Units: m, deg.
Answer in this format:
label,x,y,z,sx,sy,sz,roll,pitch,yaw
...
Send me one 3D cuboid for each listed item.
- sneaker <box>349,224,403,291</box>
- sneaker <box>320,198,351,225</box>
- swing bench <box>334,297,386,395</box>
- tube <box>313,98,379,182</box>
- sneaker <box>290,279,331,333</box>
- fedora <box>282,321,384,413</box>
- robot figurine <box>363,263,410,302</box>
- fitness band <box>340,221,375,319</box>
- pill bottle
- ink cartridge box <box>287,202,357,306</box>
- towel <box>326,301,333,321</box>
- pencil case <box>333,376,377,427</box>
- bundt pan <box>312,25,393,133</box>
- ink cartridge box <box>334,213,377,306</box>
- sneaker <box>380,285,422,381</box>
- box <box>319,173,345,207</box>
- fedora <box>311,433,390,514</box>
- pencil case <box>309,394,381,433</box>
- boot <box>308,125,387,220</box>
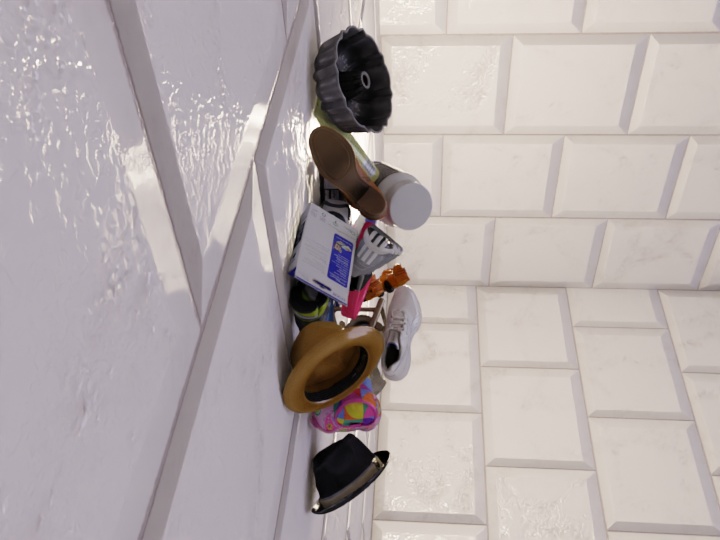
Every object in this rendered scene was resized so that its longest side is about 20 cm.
label,x,y,z,sx,sy,sz,roll,pitch,yaw
sneaker,0.009,-0.017,1.341,0.116,0.075,0.200,-52,171,7
sneaker,-0.055,-0.022,1.431,0.200,0.079,0.130,98,7,-51
swing bench,-0.007,0.182,1.641,0.199,0.128,0.202,70,22,-70
tube,-0.034,-0.251,1.483,0.058,0.052,0.200,29,-19,53
sneaker,-0.077,0.032,1.268,0.201,0.073,0.081,-71,169,-53
fedora,-0.056,0.138,1.198,0.082,0.200,0.201,50,-18,30
robot figurine,0.024,0.034,1.740,0.200,0.144,0.059,-17,-85,63
fitness band,0.000,0.000,1.488,0.144,0.037,0.201,-63,168,-57
pill bottle,0.064,-0.153,1.561,0.200,0.113,0.115,-139,-135,-62
ink cartridge box,-0.061,-0.019,1.216,0.039,0.099,0.201,-48,-160,33
towel,-0.076,0.140,1.357,0.112,0.048,0.202,82,10,-66
pencil case,-0.019,0.197,1.392,0.201,0.087,0.089,-100,-174,-53
bundt pan,-0.020,-0.350,1.428,0.201,0.075,0.204,17,69,-54
ink cartridge box,-0.026,-0.025,1.734,0.200,0.043,0.197,-54,-163,32
sneaker,0.082,0.128,1.578,0.087,0.074,0.202,44,51,-71
box,-0.050,-0.131,1.584,0.158,0.049,0.202,-75,165,-72
fedora,-0.037,0.383,1.476,0.092,0.200,0.201,56,5,1
pencil case,-0.027,0.278,1.493,0.200,0.087,0.088,21,69,-65
boot,-0.021,-0.176,1.416,0.077,0.200,0.155,-46,-179,0
